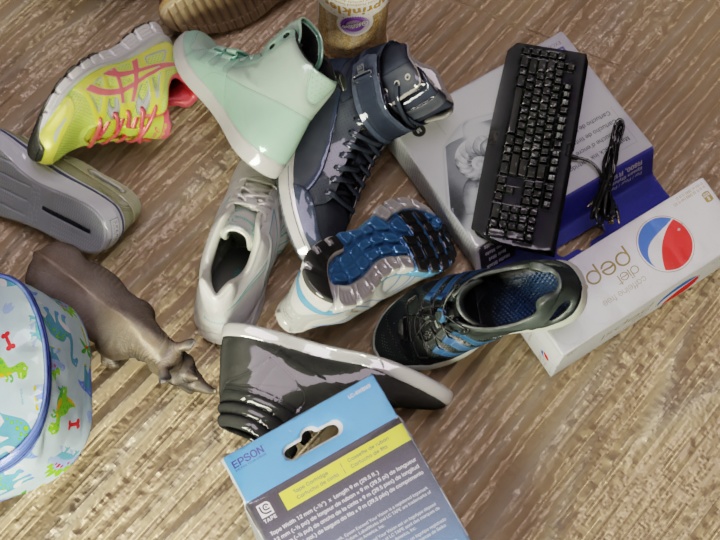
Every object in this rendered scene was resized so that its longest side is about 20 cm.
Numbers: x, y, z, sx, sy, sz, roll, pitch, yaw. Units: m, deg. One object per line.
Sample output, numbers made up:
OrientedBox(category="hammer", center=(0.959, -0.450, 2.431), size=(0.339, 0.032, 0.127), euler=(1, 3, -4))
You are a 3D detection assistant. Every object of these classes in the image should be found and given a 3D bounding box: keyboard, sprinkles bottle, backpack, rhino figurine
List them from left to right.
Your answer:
OrientedBox(category="backpack", center=(-0.316, 0.094, 1.156), size=(0.198, 0.147, 0.185), euler=(-16, 66, 13))
OrientedBox(category="rhino figurine", center=(-0.198, 0.046, 1.242), size=(0.199, 0.088, 0.060), euler=(35, 69, 13))
OrientedBox(category="sprinkles bottle", center=(-0.006, -0.243, 1.317), size=(0.067, 0.200, 0.069), euler=(1, 65, -1))
OrientedBox(category="keyboard", center=(0.174, -0.105, 1.317), size=(0.126, 0.021, 0.202), euler=(12, 67, 2))

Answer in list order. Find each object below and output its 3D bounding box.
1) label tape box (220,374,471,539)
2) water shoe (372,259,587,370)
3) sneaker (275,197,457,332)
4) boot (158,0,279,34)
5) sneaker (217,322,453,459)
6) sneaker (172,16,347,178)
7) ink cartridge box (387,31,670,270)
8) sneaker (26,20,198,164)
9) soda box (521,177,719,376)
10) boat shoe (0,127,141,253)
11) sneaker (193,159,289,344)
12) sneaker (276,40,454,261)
OrientedBox(category="label tape box", center=(-0.002, 0.206, 1.180), size=(0.142, 0.066, 0.201), euler=(-28, 74, -13))
OrientedBox(category="water shoe", center=(0.084, 0.028, 1.223), size=(0.198, 0.079, 0.072), euler=(-20, 72, 27))
OrientedBox(category="sneaker", center=(0.000, 0.000, 1.267), size=(0.199, 0.087, 0.075), euler=(-21, 74, -46))
OrientedBox(category="boot", center=(-0.125, -0.318, 1.434), size=(0.198, 0.073, 0.167), euler=(-26, 57, -11))
OrientedBox(category="sneaker", center=(-0.027, 0.114, 1.235), size=(0.198, 0.071, 0.100), euler=(13, 78, -1))
OrientedBox(category="sneaker", center=(-0.085, -0.179, 1.306), size=(0.118, 0.073, 0.201), euler=(-50, 47, 13))
OrientedBox(category="ink cartridge box", center=(0.156, -0.091, 1.342), size=(0.198, 0.041, 0.201), euler=(-30, 71, -15))
OrientedBox(category="sneaker", center=(-0.209, -0.143, 1.314), size=(0.090, 0.078, 0.200), euler=(43, 49, 1))
OrientedBox(category="soda box", center=(0.228, 0.006, 1.286), size=(0.199, 0.064, 0.068), euler=(-31, 74, -13))
OrientedBox(category="boat shoe", center=(-0.283, -0.078, 1.316), size=(0.199, 0.073, 0.062), euler=(31, 32, 14))
OrientedBox(category="sneaker", center=(-0.092, -0.039, 1.290), size=(0.070, 0.080, 0.202), euler=(12, 63, 5))
OrientedBox(category="sneaker", center=(0.007, -0.104, 1.293), size=(0.145, 0.077, 0.205), euler=(-11, 65, 27))
